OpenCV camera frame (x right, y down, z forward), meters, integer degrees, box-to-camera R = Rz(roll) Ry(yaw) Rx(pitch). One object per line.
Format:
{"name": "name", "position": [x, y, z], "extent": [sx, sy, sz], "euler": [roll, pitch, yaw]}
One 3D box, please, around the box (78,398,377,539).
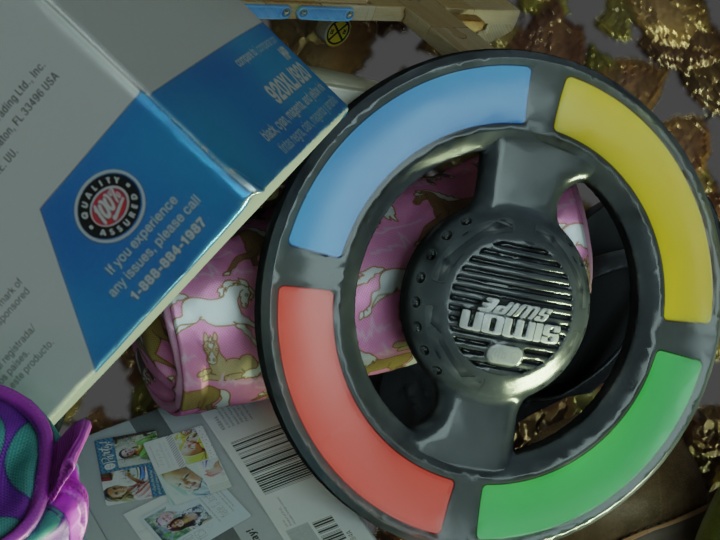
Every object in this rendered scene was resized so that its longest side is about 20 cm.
{"name": "box", "position": [-0.094, 0.132, 0.711], "extent": [0.199, 0.156, 0.041], "euler": [-20, 136, -23]}

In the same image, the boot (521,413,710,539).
{"name": "boot", "position": [0.072, 0.115, 0.833], "extent": [0.199, 0.074, 0.076], "euler": [-15, 82, -29]}

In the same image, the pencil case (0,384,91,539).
{"name": "pencil case", "position": [-0.107, 0.132, 0.544], "extent": [0.092, 0.085, 0.201], "euler": [-4, 125, 7]}

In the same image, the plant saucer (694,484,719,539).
{"name": "plant saucer", "position": [0.214, 0.131, 0.871], "extent": [0.199, 0.031, 0.201], "euler": [-22, 124, -36]}

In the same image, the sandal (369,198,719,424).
{"name": "sandal", "position": [0.096, 0.028, 0.847], "extent": [0.200, 0.043, 0.076], "euler": [-33, 104, -19]}

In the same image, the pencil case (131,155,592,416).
{"name": "pencil case", "position": [0.000, 0.000, 0.773], "extent": [0.199, 0.083, 0.087], "euler": [-12, 97, -16]}

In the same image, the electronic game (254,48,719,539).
{"name": "electronic game", "position": [0.054, 0.013, 0.727], "extent": [0.198, 0.042, 0.202], "euler": [-2, 97, -18]}

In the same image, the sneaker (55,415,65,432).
{"name": "sneaker", "position": [-0.215, 0.045, 0.683], "extent": [0.199, 0.078, 0.086], "euler": [25, 114, -1]}

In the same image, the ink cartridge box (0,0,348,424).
{"name": "ink cartridge box", "position": [-0.133, -0.060, 0.594], "extent": [0.200, 0.145, 0.147], "euler": [44, 110, -3]}

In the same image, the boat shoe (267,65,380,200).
{"name": "boat shoe", "position": [-0.060, -0.056, 0.727], "extent": [0.199, 0.072, 0.060], "euler": [5, 99, -27]}

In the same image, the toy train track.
{"name": "toy train track", "position": [-0.016, -0.102, 0.760], "extent": [0.199, 0.115, 0.033], "euler": [-4, 127, -40]}
